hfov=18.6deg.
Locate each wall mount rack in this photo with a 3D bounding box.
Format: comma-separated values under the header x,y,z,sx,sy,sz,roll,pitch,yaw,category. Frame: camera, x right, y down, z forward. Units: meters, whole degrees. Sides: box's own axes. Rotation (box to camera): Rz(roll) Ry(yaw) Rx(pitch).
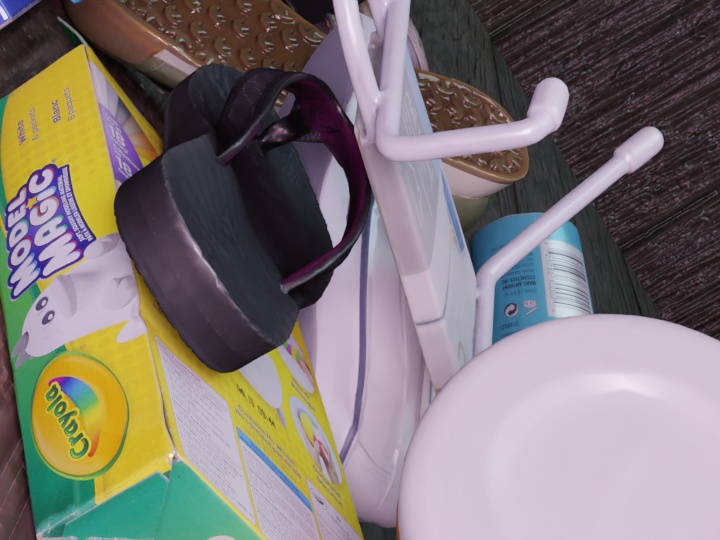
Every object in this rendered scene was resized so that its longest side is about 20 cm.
x,y,z,sx,sy,sz,roll,pitch,yaw,category
0.050,-0.038,0.690,0.174,0.074,0.200,-81,159,-53,wall mount rack

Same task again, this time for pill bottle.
x,y,z,sx,sy,sz,roll,pitch,yaw,category
0.065,0.110,0.622,0.200,0.112,0.112,90,-20,-54,pill bottle

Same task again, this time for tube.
x,y,z,sx,sy,sz,roll,pitch,yaw,category
0.084,0.071,0.963,0.050,0.077,0.201,111,-22,-57,tube

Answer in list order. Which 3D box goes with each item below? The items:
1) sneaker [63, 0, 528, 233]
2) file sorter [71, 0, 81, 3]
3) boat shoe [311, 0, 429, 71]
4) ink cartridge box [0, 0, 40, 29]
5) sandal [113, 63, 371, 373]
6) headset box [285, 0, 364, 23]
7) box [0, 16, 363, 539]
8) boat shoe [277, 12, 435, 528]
x,y,z,sx,sy,sz,roll,pitch,yaw,category
-0.039,-0.055,0.874,0.200,0.090,0.067,23,42,-20,sneaker
-0.067,-0.184,0.695,0.139,0.123,0.200,54,11,-8,file sorter
0.004,-0.020,0.971,0.075,0.073,0.201,-107,-174,-76,boat shoe
-0.129,-0.117,0.667,0.094,0.044,0.200,56,10,-11,ink cartridge box
-0.023,-0.022,0.634,0.075,0.048,0.200,57,10,-12,sandal
-0.048,-0.247,1.367,0.149,0.077,0.200,48,14,-50,headset box
-0.054,0.022,0.625,0.117,0.048,0.200,51,15,-40,box
0.000,0.000,0.755,0.065,0.074,0.201,26,51,-24,boat shoe
